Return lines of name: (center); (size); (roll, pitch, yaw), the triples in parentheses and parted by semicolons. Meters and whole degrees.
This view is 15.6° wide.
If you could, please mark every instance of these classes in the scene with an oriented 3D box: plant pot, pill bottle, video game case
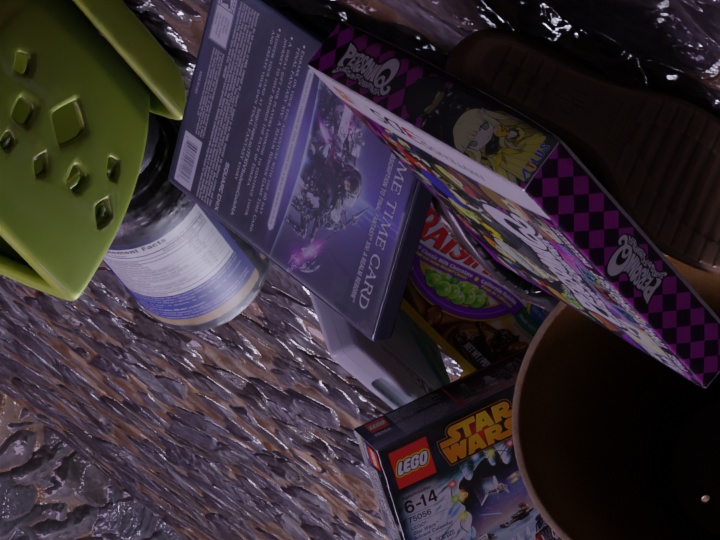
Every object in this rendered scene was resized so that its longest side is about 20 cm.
plant pot: (0.204, 0.101, 1.531); (0.186, 0.187, 0.200); (29, 177, 24)
plant pot: (-0.250, -0.124, 1.772); (0.199, 0.182, 0.200); (22, 161, 43)
pill bottle: (-0.152, -0.049, 1.929); (0.112, 0.112, 0.200); (24, 161, 36)
video game case: (0.084, -0.034, 1.350); (0.181, 0.036, 0.200); (34, 173, 46)
video game case: (0.000, 0.000, 1.652); (0.182, 0.022, 0.200); (43, -156, -56)
video game case: (-0.033, -0.069, 1.534); (0.019, 0.143, 0.200); (-11, -144, -43)

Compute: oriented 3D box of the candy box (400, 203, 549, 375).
candy box: (0.074, 0.001, 1.607); (0.200, 0.102, 0.026); (44, -177, -32)

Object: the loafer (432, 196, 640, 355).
loafer: (0.099, -0.014, 1.546); (0.200, 0.073, 0.071); (42, 166, -37)

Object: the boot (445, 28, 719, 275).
boot: (0.132, -0.061, 1.398); (0.200, 0.072, 0.166); (34, 177, 0)

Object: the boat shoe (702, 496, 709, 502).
boat shoe: (0.193, 0.094, 1.718); (0.066, 0.074, 0.200); (-12, 133, 45)

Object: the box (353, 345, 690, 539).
box: (0.107, 0.119, 1.627); (0.040, 0.200, 0.137); (39, 150, 60)

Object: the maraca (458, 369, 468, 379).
maraca: (0.110, 0.097, 1.751); (0.107, 0.137, 0.200); (-16, 171, 19)
